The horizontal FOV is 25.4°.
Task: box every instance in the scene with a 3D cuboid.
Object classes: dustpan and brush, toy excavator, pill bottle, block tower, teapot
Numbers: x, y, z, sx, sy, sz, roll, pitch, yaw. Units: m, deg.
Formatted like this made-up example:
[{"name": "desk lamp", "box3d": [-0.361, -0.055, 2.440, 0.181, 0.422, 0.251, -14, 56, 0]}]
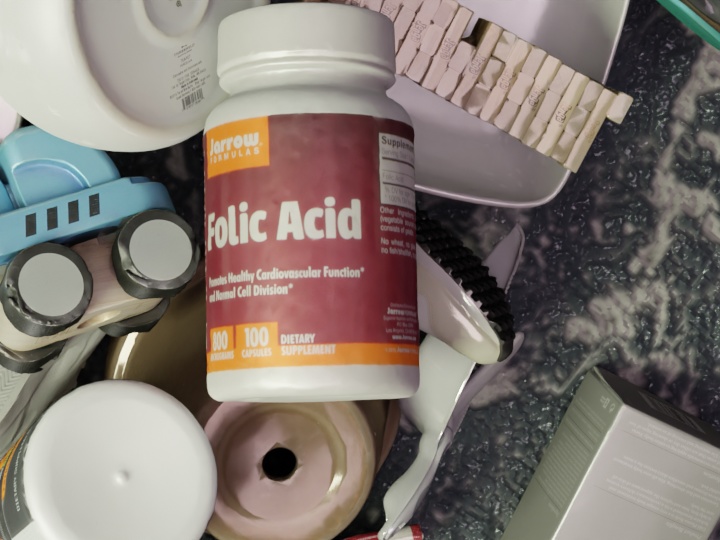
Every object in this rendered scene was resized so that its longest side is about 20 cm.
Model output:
[{"name": "dustpan and brush", "box3d": [0.053, 0.080, 0.978, 0.057, 0.140, 0.200, 34, 58, 15]}, {"name": "toy excavator", "box3d": [-0.211, -0.046, 0.901, 0.194, 0.100, 0.201, -18, 78, -24]}, {"name": "pill bottle", "box3d": [-0.158, 0.136, 0.902, 0.106, 0.200, 0.107, 8, 69, -21]}, {"name": "block tower", "box3d": [0.059, -0.126, 0.943, 0.199, 0.054, 0.058, 25, 99, -13]}, {"name": "pill bottle", "box3d": [-0.027, -0.032, 0.847, 0.113, 0.114, 0.201, -1, 84, -9]}, {"name": "teapot", "box3d": [-0.151, -0.164, 0.880, 0.200, 0.145, 0.198, 33, 73, -53]}]

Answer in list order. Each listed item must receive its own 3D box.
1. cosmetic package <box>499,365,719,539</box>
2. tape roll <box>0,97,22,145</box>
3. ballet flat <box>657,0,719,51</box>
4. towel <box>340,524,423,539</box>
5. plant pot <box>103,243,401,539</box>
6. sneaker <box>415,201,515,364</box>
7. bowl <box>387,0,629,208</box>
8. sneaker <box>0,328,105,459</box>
[{"name": "cosmetic package", "box3d": [0.164, 0.184, 1.091, 0.106, 0.090, 0.201, 26, 100, -14]}, {"name": "tape roll", "box3d": [-0.298, -0.117, 0.953, 0.201, 0.071, 0.204, -2, 103, -9]}, {"name": "ballet flat", "box3d": [0.164, -0.201, 0.935, 0.199, 0.073, 0.073, 28, 97, -20]}, {"name": "towel", "box3d": [-0.063, 0.195, 1.031, 0.199, 0.144, 0.023, -12, 76, -7]}, {"name": "plant pot", "box3d": [-0.061, 0.093, 0.987, 0.199, 0.175, 0.201, -2, 104, -8]}, {"name": "sneaker", "box3d": [0.000, 0.000, 0.938, 0.200, 0.070, 0.094, 43, 107, 11]}, {"name": "bowl", "box3d": [0.054, -0.152, 1.000, 0.199, 0.075, 0.201, 15, 100, -13]}, {"name": "sneaker", "box3d": [-0.195, 0.049, 0.999, 0.073, 0.116, 0.200, 33, 64, 14]}]
